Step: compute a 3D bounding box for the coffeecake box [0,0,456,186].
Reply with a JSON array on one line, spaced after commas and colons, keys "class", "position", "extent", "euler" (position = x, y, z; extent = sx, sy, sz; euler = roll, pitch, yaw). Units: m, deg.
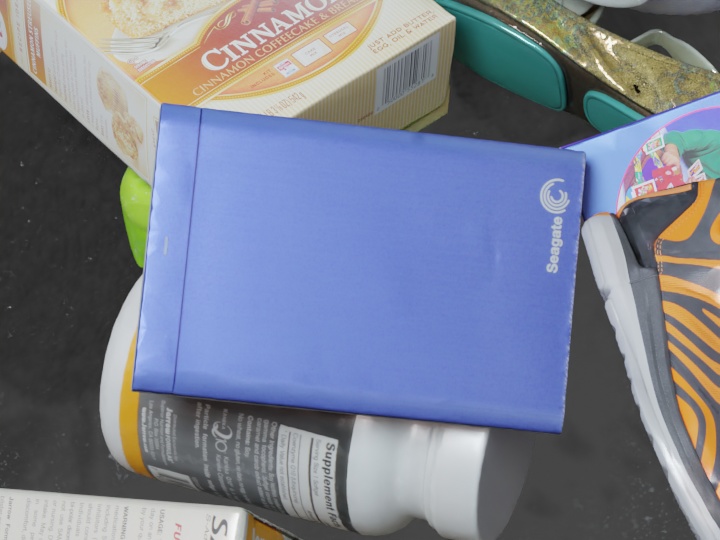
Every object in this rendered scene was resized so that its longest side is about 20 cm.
[{"class": "coffeecake box", "position": [-0.075, -0.124, 1.274], "extent": [0.153, 0.073, 0.200], "euler": [-33, 58, -27]}]

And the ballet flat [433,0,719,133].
[{"class": "ballet flat", "position": [0.121, -0.107, 1.277], "extent": [0.200, 0.071, 0.071], "euler": [32, 87, 21]}]

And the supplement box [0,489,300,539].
[{"class": "supplement box", "position": [-0.135, 0.155, 1.242], "extent": [0.199, 0.126, 0.074], "euler": [3, 76, 18]}]

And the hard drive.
[{"class": "hard drive", "position": [0.000, 0.000, 1.157], "extent": [0.199, 0.025, 0.133], "euler": [6, 84, -6]}]

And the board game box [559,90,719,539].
[{"class": "board game box", "position": [0.192, 0.012, 1.199], "extent": [0.134, 0.045, 0.201], "euler": [-19, 91, 11]}]

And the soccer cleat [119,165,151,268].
[{"class": "soccer cleat", "position": [-0.025, -0.031, 1.300], "extent": [0.199, 0.081, 0.068], "euler": [2, 48, -3]}]

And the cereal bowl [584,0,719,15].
[{"class": "cereal bowl", "position": [0.120, -0.188, 1.205], "extent": [0.199, 0.200, 0.084], "euler": [24, 69, 20]}]

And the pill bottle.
[{"class": "pill bottle", "position": [-0.019, 0.066, 1.243], "extent": [0.199, 0.116, 0.117], "euler": [13, 80, 19]}]

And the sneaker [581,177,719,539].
[{"class": "sneaker", "position": [0.176, 0.040, 1.112], "extent": [0.112, 0.078, 0.201], "euler": [-20, 62, 8]}]
